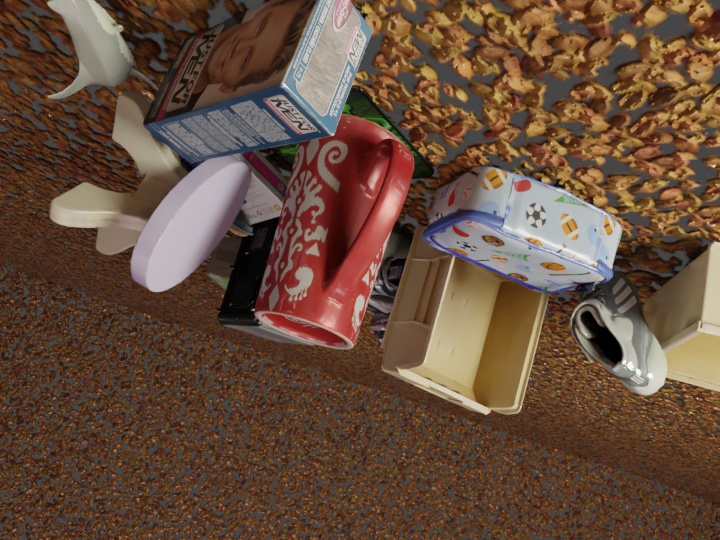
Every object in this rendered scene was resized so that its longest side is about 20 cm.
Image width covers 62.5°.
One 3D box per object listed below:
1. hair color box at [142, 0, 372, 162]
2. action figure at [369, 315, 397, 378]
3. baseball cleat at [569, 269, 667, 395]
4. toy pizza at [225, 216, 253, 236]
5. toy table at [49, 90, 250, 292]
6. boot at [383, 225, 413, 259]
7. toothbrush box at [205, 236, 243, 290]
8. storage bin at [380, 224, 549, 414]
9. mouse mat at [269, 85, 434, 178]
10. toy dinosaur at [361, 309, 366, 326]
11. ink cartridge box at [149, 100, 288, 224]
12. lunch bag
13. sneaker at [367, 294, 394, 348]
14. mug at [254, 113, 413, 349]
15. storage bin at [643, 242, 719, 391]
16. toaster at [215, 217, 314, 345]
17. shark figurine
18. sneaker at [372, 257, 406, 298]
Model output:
[{"bbox_3d":[-0.091,-0.157,0.489,0.196,0.103,0.060,2,155,42],"label":"hair color box"},{"bbox_3d":[0.117,0.081,0.939,0.151,0.198,0.134,57,170,-16],"label":"action figure"},{"bbox_3d":[0.273,0.044,0.664,0.105,0.202,0.070,30,116,-19],"label":"baseball cleat"},{"bbox_3d":[-0.229,-0.100,0.795,0.198,0.032,0.200,37,180,0],"label":"toy pizza"},{"bbox_3d":[-0.209,-0.073,0.615,0.115,0.188,0.200,27,-159,2],"label":"toy table"},{"bbox_3d":[0.000,0.000,0.792,0.066,0.136,0.197,2,173,39],"label":"boot"},{"bbox_3d":[-0.192,0.015,1.160,0.141,0.089,0.201,13,162,13],"label":"toothbrush box"},{"bbox_3d":[0.142,0.067,0.786,0.197,0.205,0.092,28,164,-34],"label":"storage bin"},{"bbox_3d":[-0.032,-0.139,0.652,0.195,0.008,0.160,2,157,41],"label":"mouse mat"},{"bbox_3d":[-0.005,0.059,1.119,0.174,0.108,0.202,-5,149,2],"label":"toy dinosaur"},{"bbox_3d":[-0.169,-0.134,0.707,0.093,0.038,0.199,-7,141,42],"label":"ink cartridge box"},{"bbox_3d":[0.174,-0.035,0.652,0.195,0.078,0.160,23,165,-14],"label":"lunch bag"},{"bbox_3d":[0.036,0.076,1.057,0.195,0.077,0.115,20,127,-21],"label":"sneaker"},{"bbox_3d":[-0.030,-0.041,0.590,0.129,0.206,0.178,16,164,2],"label":"mug"},{"bbox_3d":[0.432,0.070,0.648,0.192,0.097,0.201,15,163,11],"label":"storage bin"},{"bbox_3d":[-0.118,0.007,0.901,0.116,0.187,0.198,22,164,-30],"label":"toaster"},{"bbox_3d":[-0.242,-0.190,0.496,0.129,0.089,0.215,48,172,7],"label":"shark figurine"},{"bbox_3d":[0.027,0.006,0.930,0.192,0.073,0.109,9,168,5],"label":"sneaker"}]
